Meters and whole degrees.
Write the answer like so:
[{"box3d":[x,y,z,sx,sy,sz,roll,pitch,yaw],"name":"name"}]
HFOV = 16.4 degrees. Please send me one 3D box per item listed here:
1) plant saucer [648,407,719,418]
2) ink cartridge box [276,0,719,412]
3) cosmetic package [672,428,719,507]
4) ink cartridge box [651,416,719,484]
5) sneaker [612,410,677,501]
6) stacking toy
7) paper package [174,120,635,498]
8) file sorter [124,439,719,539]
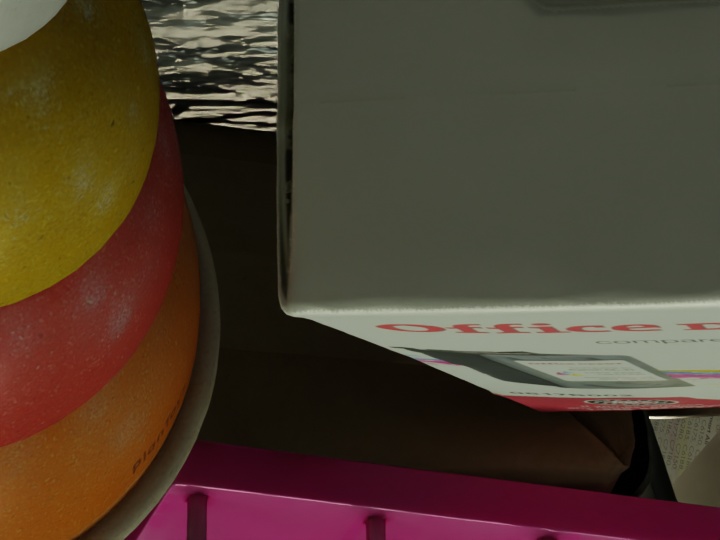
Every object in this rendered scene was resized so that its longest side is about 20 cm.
[{"box3d":[0.179,0.031,0.944,0.199,0.030,0.200,-8,179,0],"name":"plant saucer"},{"box3d":[0.080,-0.019,0.535,0.147,0.086,0.200,-2,173,19],"name":"ink cartridge box"},{"box3d":[0.186,0.126,0.924,0.108,0.085,0.200,39,-178,-15],"name":"cosmetic package"},{"box3d":[0.197,0.084,1.119,0.115,0.068,0.200,10,-177,-28],"name":"ink cartridge box"},{"box3d":[0.062,0.054,0.906,0.075,0.106,0.200,-32,-137,-14],"name":"sneaker"},{"box3d":[-0.080,-0.031,0.457,0.146,0.147,0.200,3,153,-15],"name":"stacking toy"},{"box3d":[-0.034,0.050,0.733,0.190,0.104,0.200,6,150,-7],"name":"paper package"},{"box3d":[0.028,0.140,0.661,0.199,0.126,0.139,9,149,-16],"name":"file sorter"}]
